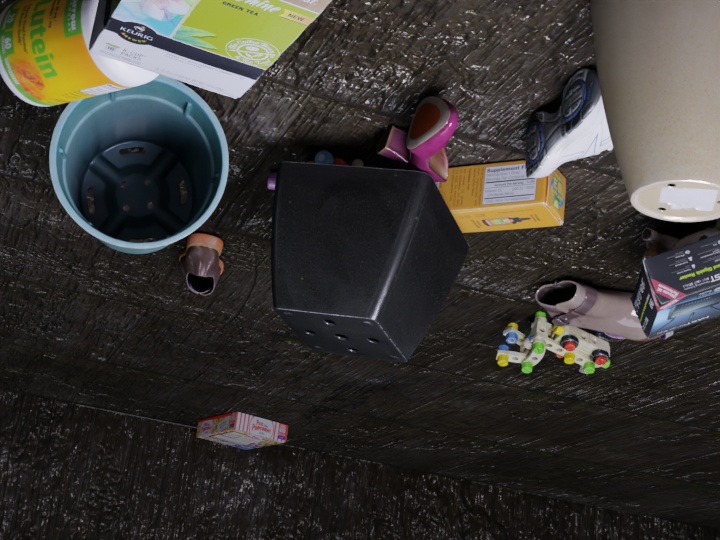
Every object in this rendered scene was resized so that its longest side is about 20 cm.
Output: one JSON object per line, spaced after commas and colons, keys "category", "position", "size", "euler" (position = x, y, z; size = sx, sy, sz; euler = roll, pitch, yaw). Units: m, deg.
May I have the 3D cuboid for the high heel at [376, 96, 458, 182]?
{"category": "high heel", "position": [0.093, -0.143, 1.458], "size": [0.095, 0.068, 0.200], "euler": [24, 172, -15]}

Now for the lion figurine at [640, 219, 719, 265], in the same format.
{"category": "lion figurine", "position": [0.434, -0.033, 1.644], "size": [0.122, 0.073, 0.199], "euler": [15, 157, -43]}

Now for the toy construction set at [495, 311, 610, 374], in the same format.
{"category": "toy construction set", "position": [0.332, 0.131, 2.118], "size": [0.198, 0.093, 0.131], "euler": [12, 145, -28]}

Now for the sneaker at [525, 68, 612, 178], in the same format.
{"category": "sneaker", "position": [0.237, -0.146, 1.395], "size": [0.086, 0.075, 0.200], "euler": [8, 162, -17]}

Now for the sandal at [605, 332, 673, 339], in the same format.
{"category": "sandal", "position": [0.455, 0.087, 2.010], "size": [0.082, 0.050, 0.202], "euler": [15, 160, -21]}

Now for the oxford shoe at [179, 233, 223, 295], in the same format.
{"category": "oxford shoe", "position": [-0.252, 0.006, 2.014], "size": [0.071, 0.074, 0.200], "euler": [8, 161, -3]}

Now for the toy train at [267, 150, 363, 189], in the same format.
{"category": "toy train", "position": [-0.038, -0.088, 1.688], "size": [0.149, 0.056, 0.200], "euler": [-2, 159, 27]}

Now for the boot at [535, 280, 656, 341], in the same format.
{"category": "boot", "position": [0.364, 0.053, 1.921], "size": [0.145, 0.071, 0.199], "euler": [24, 155, -35]}

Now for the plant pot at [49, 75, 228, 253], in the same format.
{"category": "plant pot", "position": [-0.263, -0.108, 1.532], "size": [0.198, 0.202, 0.196], "euler": [11, 168, -9]}

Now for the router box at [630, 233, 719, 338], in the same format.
{"category": "router box", "position": [0.439, 0.007, 1.587], "size": [0.198, 0.063, 0.150], "euler": [-18, 161, 1]}

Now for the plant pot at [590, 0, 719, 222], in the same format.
{"category": "plant pot", "position": [0.291, -0.153, 1.147], "size": [0.185, 0.202, 0.188], "euler": [7, 161, 2]}

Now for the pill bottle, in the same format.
{"category": "pill bottle", "position": [-0.256, -0.231, 1.271], "size": [0.198, 0.112, 0.111], "euler": [-6, 157, 35]}

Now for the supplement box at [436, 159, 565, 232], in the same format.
{"category": "supplement box", "position": [0.150, -0.089, 1.596], "size": [0.198, 0.069, 0.066], "euler": [-1, 159, 29]}

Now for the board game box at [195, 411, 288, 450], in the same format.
{"category": "board game box", "position": [-0.295, 0.400, 3.211], "size": [0.151, 0.047, 0.199], "euler": [20, 157, -31]}

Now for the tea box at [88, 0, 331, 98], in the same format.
{"category": "tea box", "position": [-0.100, -0.268, 0.965], "size": [0.132, 0.202, 0.196], "euler": [15, 160, -21]}

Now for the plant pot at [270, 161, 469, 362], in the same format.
{"category": "plant pot", "position": [0.000, 0.000, 1.562], "size": [0.198, 0.179, 0.200], "euler": [5, 157, 23]}
